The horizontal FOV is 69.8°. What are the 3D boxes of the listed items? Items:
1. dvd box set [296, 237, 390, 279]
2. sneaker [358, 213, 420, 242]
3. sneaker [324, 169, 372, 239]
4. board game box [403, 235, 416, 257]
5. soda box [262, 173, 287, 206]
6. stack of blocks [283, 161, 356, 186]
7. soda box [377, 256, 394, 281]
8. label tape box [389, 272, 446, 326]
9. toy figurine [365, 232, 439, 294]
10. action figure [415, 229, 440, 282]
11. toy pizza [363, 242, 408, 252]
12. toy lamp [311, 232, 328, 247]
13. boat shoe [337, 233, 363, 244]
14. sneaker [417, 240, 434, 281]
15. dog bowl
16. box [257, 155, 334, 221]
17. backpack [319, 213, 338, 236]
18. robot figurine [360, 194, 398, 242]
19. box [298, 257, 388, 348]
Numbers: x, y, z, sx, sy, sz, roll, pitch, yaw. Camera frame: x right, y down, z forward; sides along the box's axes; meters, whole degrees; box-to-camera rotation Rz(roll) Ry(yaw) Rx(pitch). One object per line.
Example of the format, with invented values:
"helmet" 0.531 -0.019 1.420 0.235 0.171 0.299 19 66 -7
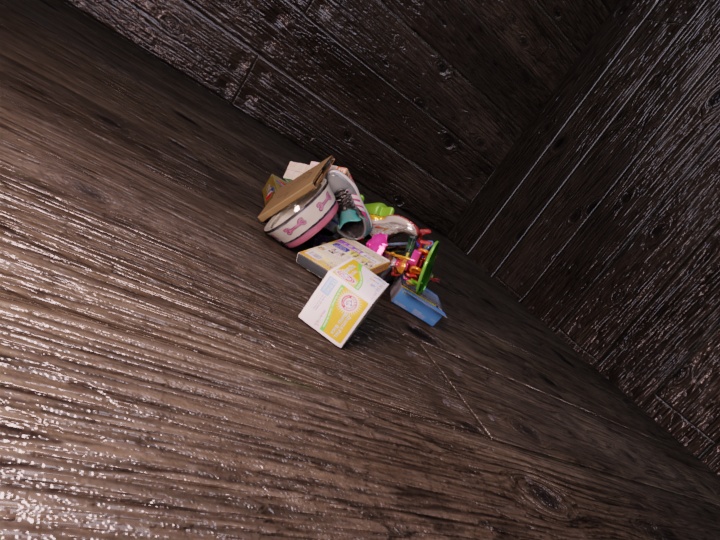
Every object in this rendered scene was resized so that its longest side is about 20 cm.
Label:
"dvd box set" -0.039 -0.022 1.272 0.146 0.029 0.200 30 30 25
"sneaker" 0.075 -0.107 1.445 0.200 0.082 0.078 5 -17 34
"sneaker" -0.037 -0.159 1.342 0.200 0.084 0.121 57 19 -21
"board game box" 0.144 -0.031 1.596 0.023 0.105 0.200 19 -21 8
"soda box" -0.250 -0.226 1.562 0.064 0.068 0.200 29 15 -24
"stack of blocks" -0.121 -0.263 1.510 0.200 0.059 0.115 16 -15 21
"soda box" 0.066 -0.007 1.590 0.068 0.064 0.200 38 14 13
"label tape box" 0.160 0.090 1.478 0.144 0.063 0.200 32 13 -6
"toy figurine" 0.100 -0.029 1.396 0.184 0.150 0.200 22 -17 13
"action figure" 0.195 -0.031 1.494 0.099 0.200 0.065 6 54 -5
"toy pizza" 0.067 -0.070 1.691 0.200 0.032 0.200 -3 1 0
"toy lamp" -0.064 -0.028 1.366 0.058 0.058 0.200 22 16 -44
"boat shoe" -0.037 -0.080 1.513 0.200 0.065 0.072 50 34 -69
"sneaker" 0.195 -0.005 1.599 0.083 0.200 0.071 18 30 3
"dog bowl" -0.139 -0.136 1.277 0.074 0.200 0.200 50 8 -19
"box" -0.167 -0.215 1.351 0.021 0.200 0.164 50 35 -21
"backpack" -0.119 -0.166 1.477 0.163 0.154 0.200 30 13 -7
"robot figurine" 0.018 -0.146 1.589 0.200 0.116 0.175 -2 -32 33
"box" -0.027 0.057 1.028 0.101 0.113 0.200 36 14 5
